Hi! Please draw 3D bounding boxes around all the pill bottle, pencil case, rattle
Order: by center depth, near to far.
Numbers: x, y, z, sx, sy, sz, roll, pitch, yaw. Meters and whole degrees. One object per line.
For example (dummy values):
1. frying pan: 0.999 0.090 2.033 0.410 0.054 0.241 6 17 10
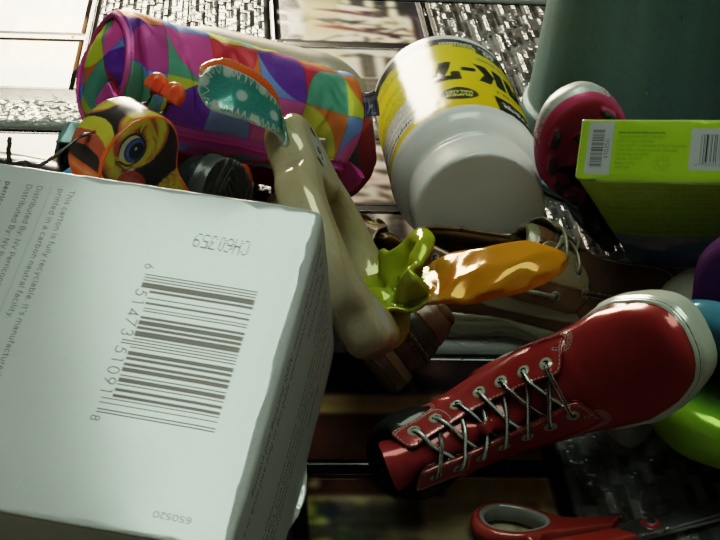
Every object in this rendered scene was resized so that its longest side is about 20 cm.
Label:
1. rattle: 0.007 -0.060 0.932 0.142 0.202 0.130 -25 -7 26
2. pencil case: -0.088 -0.112 1.072 0.198 0.089 0.088 11 23 -30
3. pill bottle: 0.074 -0.088 1.207 0.113 0.115 0.201 0 30 -7

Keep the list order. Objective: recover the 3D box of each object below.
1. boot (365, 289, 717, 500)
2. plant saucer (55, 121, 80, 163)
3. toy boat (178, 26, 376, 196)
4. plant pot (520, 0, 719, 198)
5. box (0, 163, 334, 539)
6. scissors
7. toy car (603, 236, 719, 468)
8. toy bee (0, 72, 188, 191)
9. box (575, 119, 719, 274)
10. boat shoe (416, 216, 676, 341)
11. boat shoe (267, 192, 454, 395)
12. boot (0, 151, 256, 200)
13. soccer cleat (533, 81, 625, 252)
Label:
1. boot: 0.091 0.077 0.886 0.143 0.073 0.199 -22 -4 -37
2. plant saucer: -0.183 -0.086 1.162 0.069 0.019 0.200 6 -4 -10
3. toy boat: -0.092 -0.095 1.210 0.198 0.131 0.131 15 54 19
4. plant pot: 0.223 -0.177 1.296 0.197 0.198 0.201 2 30 -1
5. box: -0.129 0.070 0.822 0.197 0.131 0.201 8 54 9
6. scissors: 0.154 0.150 0.901 0.197 0.014 0.073 0 22 -11
7. toy car: 0.243 0.039 0.960 0.174 0.152 0.199 22 31 29
8. toy bee: -0.127 -0.051 0.928 0.131 0.200 0.109 38 80 20
9. box: 0.225 -0.041 1.064 0.121 0.048 0.200 3 -17 23
10. boat shoe: 0.122 0.005 1.090 0.197 0.073 0.076 1 30 -5
11. boat shoe: 0.000 0.000 1.066 0.067 0.072 0.200 -38 43 0
12. boot: -0.172 -0.053 1.099 0.198 0.165 0.066 16 75 14
13. soccer cleat: 0.157 -0.088 1.152 0.069 0.200 0.087 -25 58 7
